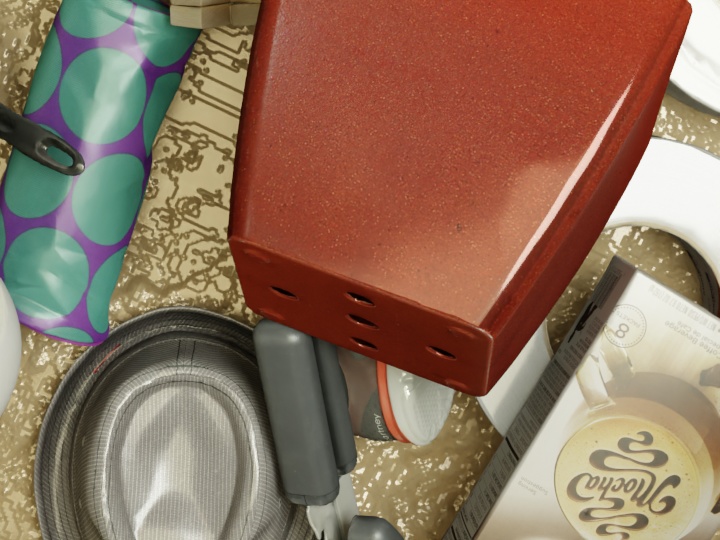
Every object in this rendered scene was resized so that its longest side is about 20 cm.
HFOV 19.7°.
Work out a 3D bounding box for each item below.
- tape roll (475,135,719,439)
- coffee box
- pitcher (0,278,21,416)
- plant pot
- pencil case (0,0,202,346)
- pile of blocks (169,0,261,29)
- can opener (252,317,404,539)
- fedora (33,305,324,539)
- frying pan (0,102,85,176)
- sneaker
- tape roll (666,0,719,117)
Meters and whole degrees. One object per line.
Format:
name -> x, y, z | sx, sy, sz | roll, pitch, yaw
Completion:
tape roll -> 0.151, 0.022, 1.182 | 0.199, 0.066, 0.202 | 0, 96, -1
coffee box -> 0.137, 0.108, 1.117 | 0.113, 0.080, 0.201 | 30, 94, -5
pitcher -> -0.272, 0.041, 1.115 | 0.172, 0.200, 0.121 | 48, 54, 3
plant pot -> 0.033, -0.051, 1.032 | 0.199, 0.200, 0.177 | 20, 75, 7
pencil case -> -0.150, -0.063, 1.153 | 0.085, 0.092, 0.201 | 20, 96, 19
pile of blocks -> -0.114, -0.204, 1.107 | 0.200, 0.062, 0.082 | 46, 126, 20
can opener -> -0.008, 0.105, 1.140 | 0.067, 0.053, 0.201 | 4, 123, 22
fedora -> -0.100, 0.124, 1.171 | 0.176, 0.090, 0.201 | 9, 96, -3
frying pan -> -0.214, -0.108, 1.137 | 0.189, 0.031, 0.116 | 4, 79, 26
sneaker -> 0.000, 0.000, 1.172 | 0.082, 0.077, 0.201 | -7, 79, 29
tape roll -> 0.234, -0.182, 1.162 | 0.201, 0.071, 0.204 | 0, 96, -1
